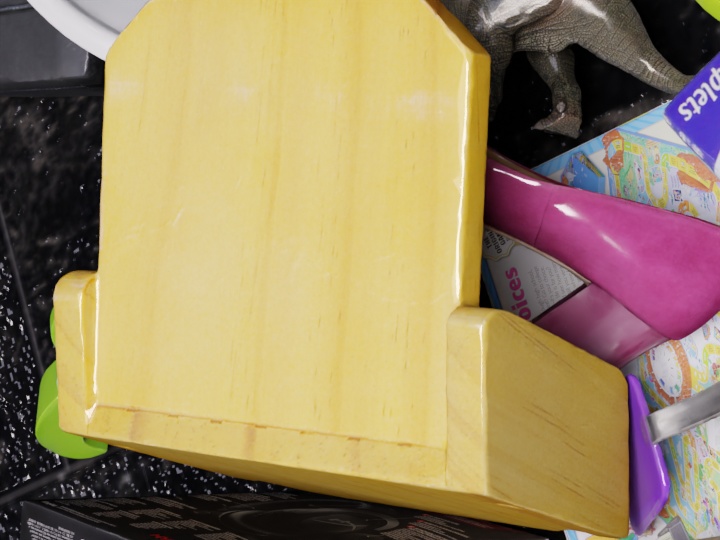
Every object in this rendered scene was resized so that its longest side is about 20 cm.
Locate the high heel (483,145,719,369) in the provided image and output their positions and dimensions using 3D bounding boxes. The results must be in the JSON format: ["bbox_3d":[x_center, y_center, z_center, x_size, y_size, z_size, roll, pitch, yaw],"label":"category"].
[{"bbox_3d":[0.070,-0.051,0.767,0.096,0.067,0.200,-39,97,14],"label":"high heel"}]

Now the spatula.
[{"bbox_3d":[0.136,0.046,0.708,0.200,0.020,0.057,129,131,-57],"label":"spatula"}]

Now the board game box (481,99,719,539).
[{"bbox_3d":[0.133,0.037,0.806,0.134,0.034,0.201,-25,74,29],"label":"board game box"}]

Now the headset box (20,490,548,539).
[{"bbox_3d":[-0.027,0.141,0.803,0.149,0.199,0.078,6,91,55],"label":"headset box"}]

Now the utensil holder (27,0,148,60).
[{"bbox_3d":[-0.061,-0.208,0.827,0.170,0.170,0.200,-25,37,29],"label":"utensil holder"}]

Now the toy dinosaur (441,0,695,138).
[{"bbox_3d":[0.060,-0.116,0.821,0.200,0.077,0.103,17,100,45],"label":"toy dinosaur"}]

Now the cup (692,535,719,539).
[{"bbox_3d":[0.165,0.175,0.700,0.143,0.200,0.201,-32,69,6],"label":"cup"}]

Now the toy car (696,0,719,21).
[{"bbox_3d":[0.178,-0.161,0.593,0.200,0.150,0.175,-36,64,13],"label":"toy car"}]

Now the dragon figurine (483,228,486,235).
[{"bbox_3d":[-0.011,0.028,0.860,0.099,0.059,0.200,33,130,13],"label":"dragon figurine"}]

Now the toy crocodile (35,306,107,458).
[{"bbox_3d":[-0.103,0.015,0.949,0.200,0.062,0.068,-50,27,14],"label":"toy crocodile"}]

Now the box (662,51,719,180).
[{"bbox_3d":[0.248,-0.045,0.676,0.184,0.105,0.200,-46,65,10],"label":"box"}]

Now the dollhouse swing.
[{"bbox_3d":[0.000,0.000,0.762,0.199,0.182,0.176,3,78,33],"label":"dollhouse swing"}]

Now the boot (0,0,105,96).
[{"bbox_3d":[-0.209,-0.176,1.024,0.200,0.066,0.165,2,96,36],"label":"boot"}]
